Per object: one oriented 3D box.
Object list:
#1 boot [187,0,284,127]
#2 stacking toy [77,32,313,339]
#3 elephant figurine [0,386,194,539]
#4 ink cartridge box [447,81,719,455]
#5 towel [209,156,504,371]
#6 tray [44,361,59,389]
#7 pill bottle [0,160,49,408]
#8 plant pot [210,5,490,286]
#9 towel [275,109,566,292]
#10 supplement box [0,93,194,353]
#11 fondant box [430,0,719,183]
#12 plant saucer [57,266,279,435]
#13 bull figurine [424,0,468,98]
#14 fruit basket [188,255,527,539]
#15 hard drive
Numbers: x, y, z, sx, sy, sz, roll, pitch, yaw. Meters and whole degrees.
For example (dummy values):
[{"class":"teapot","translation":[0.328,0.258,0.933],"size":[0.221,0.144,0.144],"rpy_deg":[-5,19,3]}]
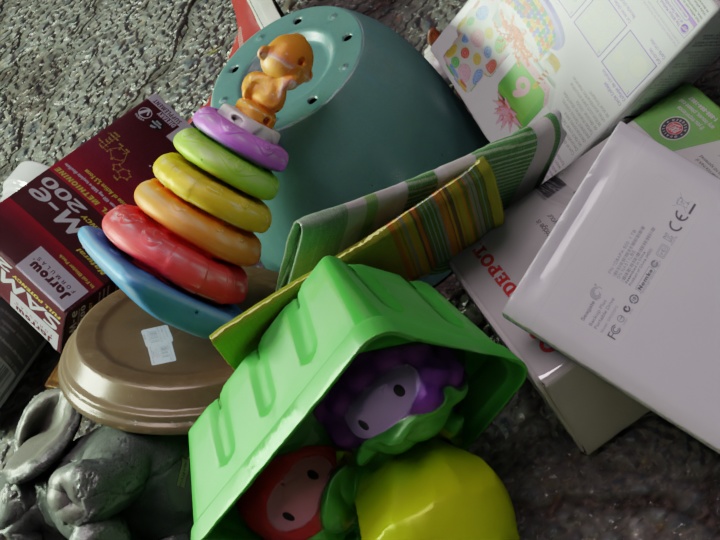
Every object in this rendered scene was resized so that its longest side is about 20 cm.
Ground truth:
[{"class":"boot","translation":[-0.114,-0.162,1.336],"size":[0.143,0.073,0.201],"rpy_deg":[-32,45,8]},{"class":"stacking toy","translation":[-0.089,-0.067,1.017],"size":[0.201,0.115,0.110],"rpy_deg":[-61,36,6]},{"class":"elephant figurine","translation":[-0.200,0.152,1.060],"size":[0.154,0.143,0.199],"rpy_deg":[-9,10,-43]},{"class":"ink cartridge box","translation":[0.175,-0.004,0.980],"size":[0.199,0.084,0.146],"rpy_deg":[-35,41,1]},{"class":"towel","translation":[0.000,0.000,0.957],"size":[0.199,0.086,0.018],"rpy_deg":[-32,66,-3]},{"class":"tray","translation":[-0.140,0.068,1.166],"size":[0.198,0.037,0.099],"rpy_deg":[6,56,39]},{"class":"pill bottle","translation":[-0.295,0.018,1.257],"size":[0.115,0.116,0.201],"rpy_deg":[11,59,40]},{"class":"plant pot","translation":[-0.019,-0.093,1.136],"size":[0.199,0.161,0.202],"rpy_deg":[-19,44,19]},{"class":"towel","translation":[0.034,-0.028,1.002],"size":[0.198,0.153,0.024],"rpy_deg":[-22,68,-22]},{"class":"supplement box","translation":[-0.195,-0.040,1.207],"size":[0.109,0.061,0.200],"rpy_deg":[40,56,13]},{"class":"fondant box","translation":[0.152,-0.162,1.045],"size":[0.200,0.058,0.145],"rpy_deg":[-48,64,38]},{"class":"plant saucer","translation":[-0.110,0.047,1.063],"size":[0.198,0.030,0.201],"rpy_deg":[-4,28,2]},{"class":"bull figurine","translation":[0.119,-0.215,1.182],"size":[0.122,0.065,0.200],"rpy_deg":[-53,4,-34]},{"class":"fruit basket","translation":[0.012,0.124,0.906],"size":[0.214,0.155,0.218],"rpy_deg":[-17,66,44]},{"class":"hard drive","translation":[0.199,0.022,0.885],"size":[0.199,0.025,0.133],"rpy_deg":[32,86,12]}]
